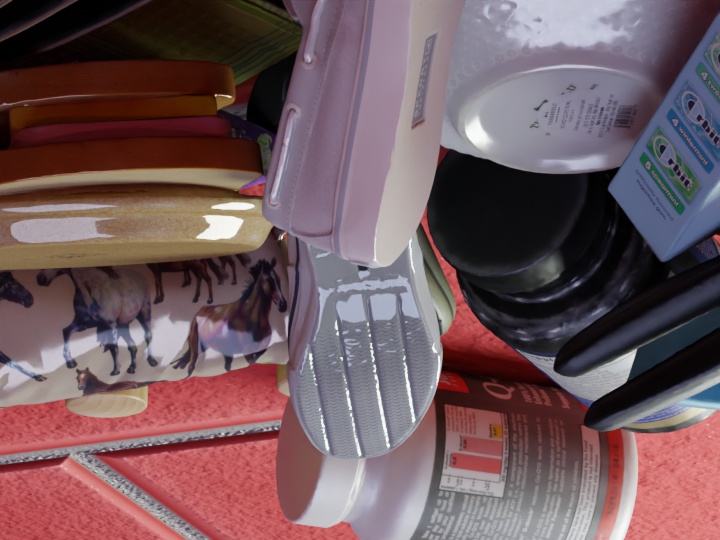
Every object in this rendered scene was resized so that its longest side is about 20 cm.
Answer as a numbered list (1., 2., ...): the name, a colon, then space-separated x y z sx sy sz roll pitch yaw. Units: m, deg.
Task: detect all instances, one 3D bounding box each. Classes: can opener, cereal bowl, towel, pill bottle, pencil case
1. can opener: 0.173 0.005 0.943 0.200 0.063 0.079 -36 164 7
2. cereal bowl: 0.086 -0.098 0.963 0.200 0.083 0.200 1 154 1
3. towel: -0.127 -0.103 1.030 0.144 0.023 0.200 20 150 -37
4. pill bottle: 0.116 0.000 1.142 0.112 0.112 0.200 -13 152 27
5. pencil case: -0.125 0.017 1.094 0.200 0.078 0.089 -9 138 -4
6. pill bottle: 0.058 0.120 1.398 0.200 0.116 0.116 10 154 -19

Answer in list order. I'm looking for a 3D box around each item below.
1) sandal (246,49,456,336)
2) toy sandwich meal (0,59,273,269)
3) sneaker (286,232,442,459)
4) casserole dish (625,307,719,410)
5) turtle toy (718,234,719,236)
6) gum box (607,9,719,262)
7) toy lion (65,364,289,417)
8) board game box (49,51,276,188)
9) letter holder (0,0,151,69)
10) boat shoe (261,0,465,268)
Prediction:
1. sandal: 0.001 -0.044 1.108 0.080 0.057 0.201 13 146 26
2. toy sandwich meal: -0.123 -0.041 0.968 0.205 0.070 0.205 -3 177 0
3. sneaker: 0.000 0.000 1.045 0.073 0.071 0.200 -2 131 -4
4. casserole dish: 0.203 0.034 1.043 0.121 0.039 0.200 7 168 -22
5. turtle toy: 0.239 -0.027 1.084 0.200 0.101 0.146 5 168 -13
6. gum box: 0.202 -0.097 0.898 0.170 0.045 0.200 -26 161 -24
7. toy lion: -0.111 0.022 1.223 0.200 0.069 0.192 -5 162 10
8. board game box: -0.151 -0.050 1.086 0.200 0.032 0.120 -14 151 41
9. letter holder: -0.131 -0.122 0.845 0.200 0.142 0.101 -20 148 37
10. boat shoe: 0.001 -0.103 0.879 0.068 0.200 0.072 16 -155 20
